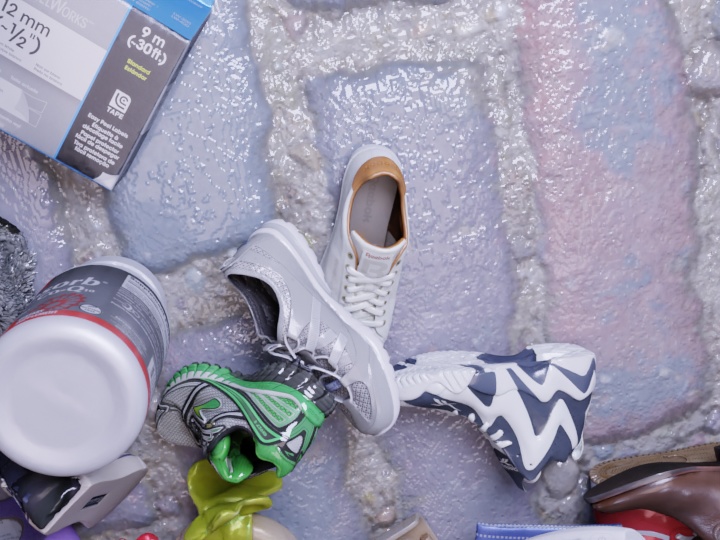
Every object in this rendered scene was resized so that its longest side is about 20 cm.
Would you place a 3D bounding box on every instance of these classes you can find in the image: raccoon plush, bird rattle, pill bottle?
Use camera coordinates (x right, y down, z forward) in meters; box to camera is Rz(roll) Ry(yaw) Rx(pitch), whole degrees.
[{"bbox_3d":[-0.302,0.038,0.695,0.096,0.134,0.202,-27,106,1],"label":"raccoon plush"},{"bbox_3d":[-0.129,0.272,0.789,0.162,0.113,0.201,36,100,-12],"label":"bird rattle"},{"bbox_3d":[-0.209,0.061,0.676,0.114,0.200,0.117,-1,106,-5],"label":"pill bottle"}]

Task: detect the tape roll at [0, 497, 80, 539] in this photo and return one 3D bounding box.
[{"bbox_3d":[-0.327,0.275,0.725,0.198,0.200,0.066,-25,107,2],"label":"tape roll"}]

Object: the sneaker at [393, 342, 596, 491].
[{"bbox_3d":[0.118,0.141,0.792,0.196,0.079,0.131,-5,98,-15],"label":"sneaker"}]

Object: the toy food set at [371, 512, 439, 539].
[{"bbox_3d":[0.044,0.348,0.854,0.143,0.060,0.201,-32,105,3],"label":"toy food set"}]

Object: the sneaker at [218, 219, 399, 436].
[{"bbox_3d":[-0.047,0.060,0.725,0.201,0.082,0.075,53,137,3],"label":"sneaker"}]

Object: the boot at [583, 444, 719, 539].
[{"bbox_3d":[0.308,0.265,0.765,0.184,0.064,0.203,-15,85,5],"label":"boot"}]

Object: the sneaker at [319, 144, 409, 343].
[{"bbox_3d":[0.000,0.000,0.741,0.072,0.085,0.203,3,108,-7],"label":"sneaker"}]

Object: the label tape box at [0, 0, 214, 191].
[{"bbox_3d":[-0.208,-0.186,0.679,0.142,0.066,0.201,29,103,-12],"label":"label tape box"}]

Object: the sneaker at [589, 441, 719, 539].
[{"bbox_3d":[0.324,0.235,0.844,0.197,0.071,0.114,-7,102,5],"label":"sneaker"}]

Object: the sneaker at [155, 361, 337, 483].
[{"bbox_3d":[-0.114,0.128,0.727,0.078,0.199,0.086,51,51,-25],"label":"sneaker"}]

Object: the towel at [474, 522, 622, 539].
[{"bbox_3d":[0.172,0.330,0.835,0.143,0.024,0.203,1,105,-3],"label":"towel"}]

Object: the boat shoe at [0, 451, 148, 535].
[{"bbox_3d":[-0.242,0.157,0.723,0.093,0.200,0.075,43,79,8],"label":"boat shoe"}]

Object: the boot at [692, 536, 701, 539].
[{"bbox_3d":[0.332,0.335,0.832,0.070,0.146,0.201,34,99,-9],"label":"boot"}]

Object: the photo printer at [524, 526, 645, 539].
[{"bbox_3d":[0.205,0.310,0.755,0.166,0.070,0.201,-29,104,35],"label":"photo printer"}]
